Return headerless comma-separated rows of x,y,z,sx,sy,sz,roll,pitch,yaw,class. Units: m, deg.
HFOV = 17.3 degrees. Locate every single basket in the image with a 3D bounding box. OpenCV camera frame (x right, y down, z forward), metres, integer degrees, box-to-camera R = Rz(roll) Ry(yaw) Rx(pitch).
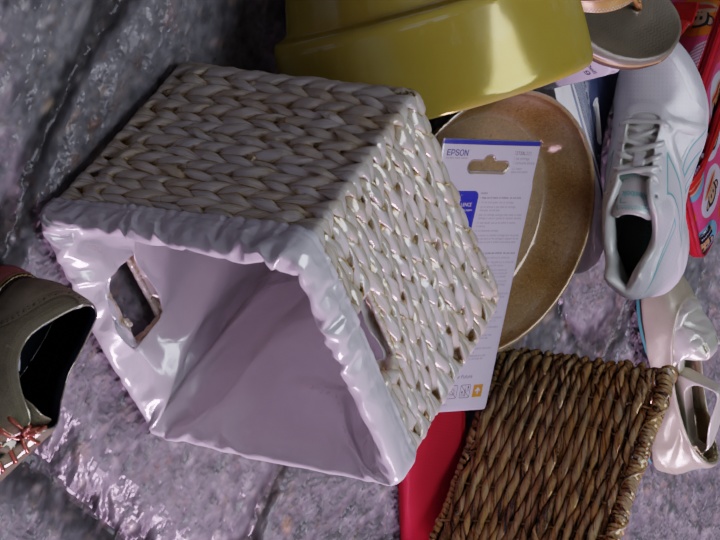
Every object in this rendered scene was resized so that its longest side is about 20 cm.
0.159,0.176,1.765,0.143,0.148,0.201,59,46,-49,basket
-0.046,-0.003,1.416,0.161,0.199,0.199,-55,138,-32,basket

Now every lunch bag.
0.257,-0.130,1.867,0.176,0.081,0.201,64,42,-53,lunch bag

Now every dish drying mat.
0.055,0.184,1.754,0.077,0.018,0.201,-22,116,-49,dish drying mat

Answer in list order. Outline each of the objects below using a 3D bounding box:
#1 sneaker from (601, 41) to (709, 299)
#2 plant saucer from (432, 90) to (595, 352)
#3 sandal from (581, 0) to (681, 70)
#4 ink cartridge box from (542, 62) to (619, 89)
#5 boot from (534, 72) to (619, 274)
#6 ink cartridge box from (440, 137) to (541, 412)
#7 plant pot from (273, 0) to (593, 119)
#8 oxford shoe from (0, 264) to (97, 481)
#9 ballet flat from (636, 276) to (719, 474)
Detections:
0.214,-0.074,1.744,0.080,0.070,0.202,-19,112,-66,sneaker
0.085,-0.036,1.694,0.199,0.035,0.201,-17,118,-35,plant saucer
0.148,-0.208,1.587,0.200,0.054,0.081,42,62,-24,sandal
0.157,-0.252,1.685,0.146,0.084,0.200,45,61,-22,ink cartridge box
0.167,-0.102,1.783,0.090,0.072,0.201,-35,125,-36,boot
0.064,0.002,1.642,0.094,0.037,0.201,-1,111,-40,ink cartridge box
0.029,-0.197,1.489,0.200,0.200,0.190,-26,103,-48,plant pot
-0.214,0.089,1.315,0.070,0.074,0.201,44,64,-50,oxford shoe
0.274,0.080,1.984,0.069,0.069,0.201,-32,123,-45,ballet flat
